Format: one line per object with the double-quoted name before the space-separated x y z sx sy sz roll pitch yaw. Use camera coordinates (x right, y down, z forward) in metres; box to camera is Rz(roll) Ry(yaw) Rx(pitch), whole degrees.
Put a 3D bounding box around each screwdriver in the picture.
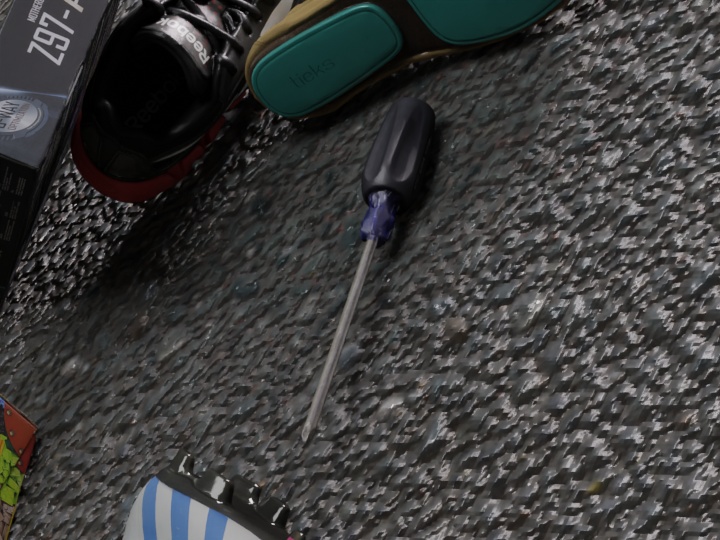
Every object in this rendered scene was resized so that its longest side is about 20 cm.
"screwdriver" 0.000 0.000 1.075 0.029 0.028 0.200 126 166 -55

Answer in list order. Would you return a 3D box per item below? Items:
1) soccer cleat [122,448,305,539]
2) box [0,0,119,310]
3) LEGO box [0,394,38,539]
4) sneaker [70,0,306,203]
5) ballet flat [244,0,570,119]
"soccer cleat" -0.038 0.138 0.932 0.200 0.070 0.086 26 90 59
"box" -0.166 -0.086 1.234 0.200 0.044 0.160 123 167 -66
"LEGO box" -0.265 0.141 1.165 0.200 0.077 0.149 -23 38 31
"sneaker" -0.074 -0.124 1.233 0.200 0.071 0.098 -52 -2 -8
"ballet flat" 0.028 -0.135 1.165 0.200 0.069 0.063 -20 25 32
